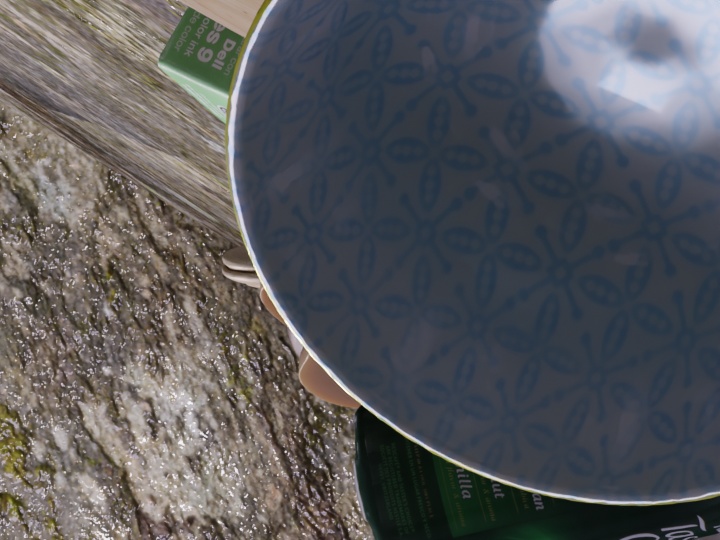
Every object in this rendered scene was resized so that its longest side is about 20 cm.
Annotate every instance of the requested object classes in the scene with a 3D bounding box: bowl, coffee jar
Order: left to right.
[{"bbox_3d":[0.073,-0.044,0.728,0.200,0.200,0.108,32,-142,-1],"label":"bowl"},{"bbox_3d":[0.104,0.070,1.026,0.200,0.086,0.104,-17,163,15],"label":"coffee jar"}]

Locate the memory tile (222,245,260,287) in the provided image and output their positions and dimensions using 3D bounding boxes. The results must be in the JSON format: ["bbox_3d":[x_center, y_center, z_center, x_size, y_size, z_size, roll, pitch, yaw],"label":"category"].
[{"bbox_3d":[0.048,-0.005,1.207,0.200,0.017,0.153,-10,-166,-28],"label":"memory tile"}]

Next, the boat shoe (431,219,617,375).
[{"bbox_3d":[0.058,0.019,0.819,0.199,0.075,0.066,17,156,0],"label":"boat shoe"}]

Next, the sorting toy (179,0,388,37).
[{"bbox_3d":[-0.037,-0.133,0.870,0.200,0.070,0.199,31,175,19],"label":"sorting toy"}]

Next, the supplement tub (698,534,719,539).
[{"bbox_3d":[0.130,0.066,1.458,0.200,0.132,0.132,26,172,43],"label":"supplement tub"}]

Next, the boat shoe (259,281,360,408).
[{"bbox_3d":[0.000,0.000,1.024,0.070,0.071,0.200,-9,159,4],"label":"boat shoe"}]

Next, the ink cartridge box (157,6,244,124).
[{"bbox_3d":[0.037,-0.057,1.072,0.200,0.088,0.145,26,172,33],"label":"ink cartridge box"}]
